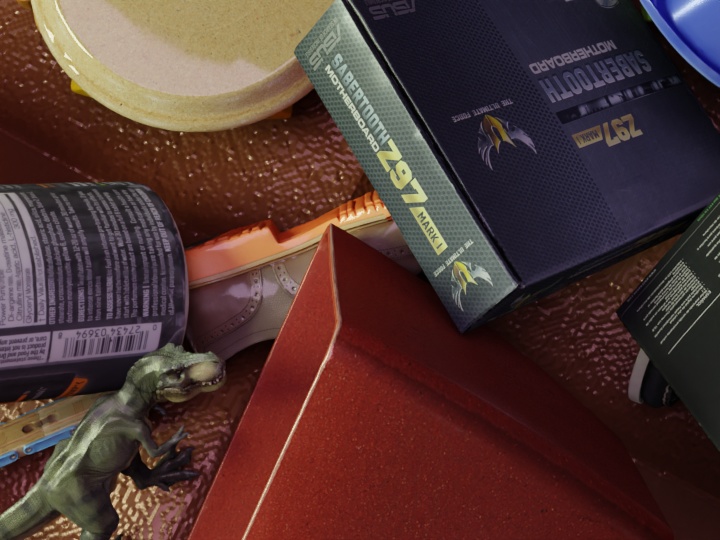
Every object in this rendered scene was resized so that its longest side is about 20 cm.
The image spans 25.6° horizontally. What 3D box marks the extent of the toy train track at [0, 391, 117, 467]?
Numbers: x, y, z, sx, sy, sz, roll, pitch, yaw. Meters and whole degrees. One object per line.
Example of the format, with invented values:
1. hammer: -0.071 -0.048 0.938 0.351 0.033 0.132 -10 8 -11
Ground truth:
1. toy train track: -0.201 0.107 0.821 0.198 0.033 0.115 -23 38 -9

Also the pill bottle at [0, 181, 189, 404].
1. pill bottle: -0.191 0.012 0.759 0.198 0.106 0.108 -4 76 -35

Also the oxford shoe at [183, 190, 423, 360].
1. oxford shoe: 0.000 0.000 0.821 0.197 0.071 0.074 -14 96 8

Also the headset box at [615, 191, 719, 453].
1. headset box: 0.228 0.026 0.653 0.092 0.201 0.175 29 108 -32

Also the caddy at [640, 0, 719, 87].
1. caddy: 0.212 -0.149 0.764 0.198 0.105 0.143 3 62 -34

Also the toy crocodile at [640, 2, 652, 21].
1. toy crocodile: 0.182 -0.224 0.842 0.067 0.062 0.202 15 81 7

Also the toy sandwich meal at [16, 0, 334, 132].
1. toy sandwich meal: -0.092 -0.161 0.854 0.202 0.070 0.208 0 79 0

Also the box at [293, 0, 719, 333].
1. box: 0.084 -0.073 0.770 0.199 0.051 0.159 -20 75 -42

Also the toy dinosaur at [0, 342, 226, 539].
1. toy dinosaur: -0.132 0.111 0.794 0.200 0.088 0.048 -45 49 7

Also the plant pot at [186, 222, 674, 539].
1. plant pot: 0.025 0.123 0.715 0.175 0.200 0.202 24 102 -7

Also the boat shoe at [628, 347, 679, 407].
1. boat shoe: 0.211 -0.004 0.794 0.066 0.075 0.200 33 74 21
